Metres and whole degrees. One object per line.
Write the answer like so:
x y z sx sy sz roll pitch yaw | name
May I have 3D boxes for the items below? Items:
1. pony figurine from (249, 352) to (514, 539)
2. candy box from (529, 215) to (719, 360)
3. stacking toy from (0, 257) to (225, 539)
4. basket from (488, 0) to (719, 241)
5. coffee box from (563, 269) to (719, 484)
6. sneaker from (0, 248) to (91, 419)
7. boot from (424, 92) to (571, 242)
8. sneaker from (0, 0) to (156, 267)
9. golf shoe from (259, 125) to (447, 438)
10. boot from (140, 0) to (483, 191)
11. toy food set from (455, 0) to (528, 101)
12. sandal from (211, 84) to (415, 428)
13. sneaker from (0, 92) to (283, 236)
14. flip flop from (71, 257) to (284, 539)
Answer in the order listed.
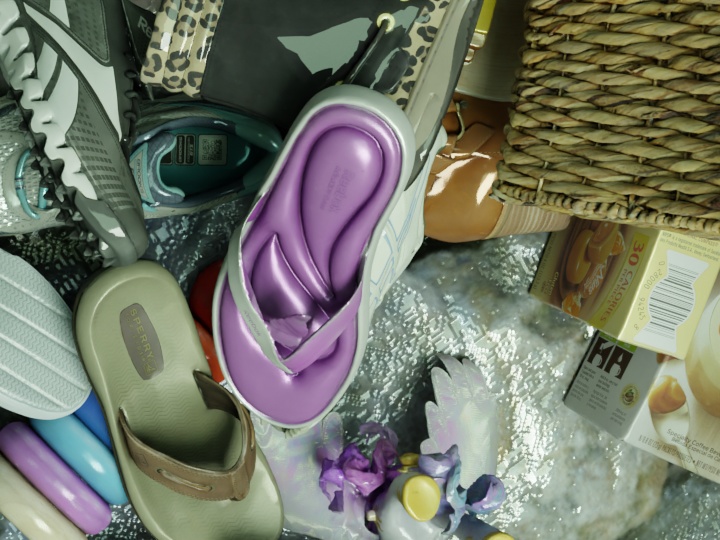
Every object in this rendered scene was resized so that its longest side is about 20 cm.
0.024 0.149 0.857 0.166 0.200 0.193 -3 88 -15 | pony figurine
0.183 -0.058 0.892 0.055 0.115 0.200 18 95 -25 | candy box
-0.125 0.068 0.827 0.200 0.085 0.085 -46 114 -12 | stacking toy
0.188 -0.088 0.742 0.143 0.200 0.149 8 93 -42 | basket
0.237 0.029 0.952 0.114 0.080 0.200 24 93 -25 | coffee box
-0.230 0.011 0.772 0.200 0.071 0.073 40 60 -15 | sneaker
0.056 -0.115 0.861 0.155 0.077 0.200 1 109 -17 | boot
-0.134 -0.095 0.732 0.090 0.200 0.066 -23 154 -12 | sneaker
0.000 0.000 0.806 0.097 0.078 0.200 1 113 -47 | golf shoe
-0.013 -0.152 0.728 0.150 0.073 0.200 17 78 -2 | boot
0.017 -0.186 0.794 0.200 0.060 0.144 15 86 -6 | toy food set
-0.032 0.003 0.707 0.082 0.050 0.203 18 123 4 | sandal
-0.134 -0.061 0.783 0.200 0.086 0.078 -12 106 -18 | sneaker
-0.090 0.084 0.774 0.081 0.058 0.200 -33 123 -27 | flip flop
